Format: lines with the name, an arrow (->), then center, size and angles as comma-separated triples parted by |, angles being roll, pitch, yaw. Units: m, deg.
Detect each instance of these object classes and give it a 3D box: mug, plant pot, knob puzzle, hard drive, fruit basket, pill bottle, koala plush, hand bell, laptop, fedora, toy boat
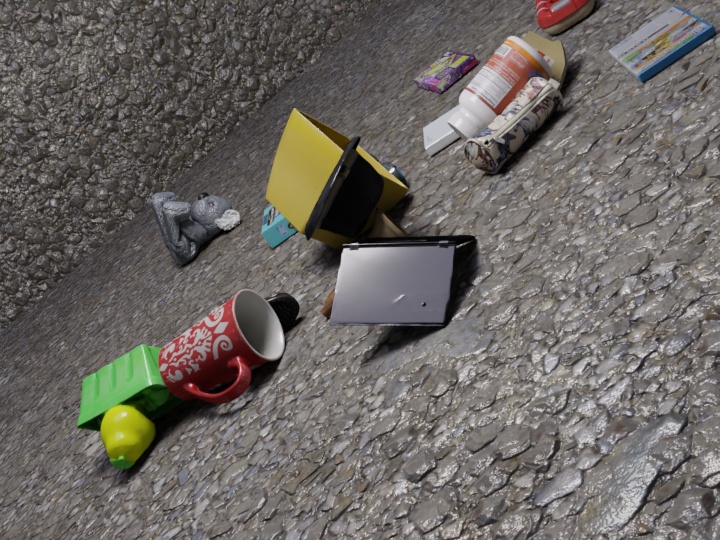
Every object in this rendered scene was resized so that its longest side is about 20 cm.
mug -> -0.254, 0.145, 1.721 | 0.198, 0.134, 0.178 | -29, 13, 25
plant pot -> -0.064, -0.162, 1.919 | 0.200, 0.199, 0.177 | 44, 104, 34
knob puzzle -> 0.327, -0.362, 1.934 | 0.218, 0.030, 0.222 | -27, 43, 29
hard drive -> 0.220, -0.321, 2.072 | 0.198, 0.027, 0.132 | -33, 21, 16
fruit basket -> -0.405, 0.260, 1.789 | 0.213, 0.155, 0.220 | -8, 74, 30
pill bottle -> 0.257, -0.327, 1.864 | 0.201, 0.112, 0.112 | -49, 19, 5
koala plush -> -0.422, -0.131, 2.616 | 0.198, 0.187, 0.177 | -22, 24, -21
hand bell -> 0.000, 0.000, 1.706 | 0.200, 0.104, 0.104 | -48, 19, 7
laptop -> 0.069, 0.012, 1.540 | 0.184, 0.118, 0.200 | 0, 6, 20
fedora -> -0.017, -0.123, 1.689 | 0.203, 0.091, 0.201 | -62, 2, 3
toy boat -> 0.432, -0.616, 2.186 | 0.129, 0.131, 0.201 | -29, 22, 22

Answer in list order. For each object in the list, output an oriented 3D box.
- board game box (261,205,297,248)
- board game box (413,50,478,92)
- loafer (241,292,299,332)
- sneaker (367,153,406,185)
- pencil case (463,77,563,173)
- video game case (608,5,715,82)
board game box -> -0.132, -0.149, 2.273 | 0.199, 0.047, 0.151 | -34, 21, 12
board game box -> 0.208, -0.490, 2.451 | 0.119, 0.033, 0.200 | -35, 19, -2
loafer -> -0.195, 0.094, 1.821 | 0.198, 0.073, 0.072 | -31, 23, 19
sneaker -> 0.021, -0.188, 2.059 | 0.082, 0.073, 0.200 | -42, 20, -8
pencil case -> 0.275, -0.260, 1.769 | 0.200, 0.078, 0.089 | -44, 1, -15
video game case -> 0.521, -0.398, 1.737 | 0.142, 0.018, 0.201 | -33, 21, 12
